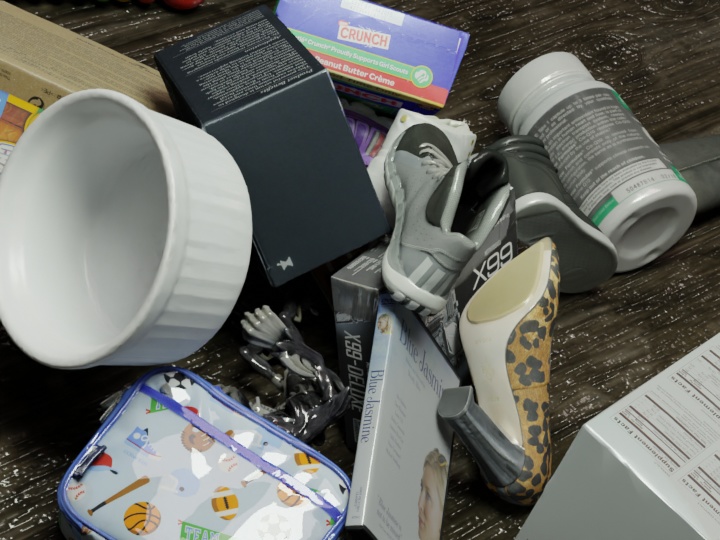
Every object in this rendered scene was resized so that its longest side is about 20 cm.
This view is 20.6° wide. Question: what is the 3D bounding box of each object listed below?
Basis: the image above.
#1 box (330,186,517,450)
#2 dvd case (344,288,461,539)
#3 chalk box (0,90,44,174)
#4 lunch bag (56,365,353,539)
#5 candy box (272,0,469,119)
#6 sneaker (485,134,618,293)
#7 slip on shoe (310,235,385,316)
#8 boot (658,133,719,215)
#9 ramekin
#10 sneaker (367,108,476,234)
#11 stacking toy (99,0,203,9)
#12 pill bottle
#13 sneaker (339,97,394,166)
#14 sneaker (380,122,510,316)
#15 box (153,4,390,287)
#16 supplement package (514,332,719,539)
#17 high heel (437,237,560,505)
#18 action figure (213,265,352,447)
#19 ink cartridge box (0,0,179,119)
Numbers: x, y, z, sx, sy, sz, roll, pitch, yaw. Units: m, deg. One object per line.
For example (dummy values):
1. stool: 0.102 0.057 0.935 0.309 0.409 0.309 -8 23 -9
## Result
1. box: 0.058 0.036 1.600 0.050 0.158 0.200 15 33 33
2. dvd case: 0.035 0.133 1.482 0.018 0.143 0.200 -6 56 23
3. chalk box: -0.302 -0.060 1.563 0.200 0.124 0.125 23 42 0
4. lunch bag: -0.112 0.163 1.421 0.200 0.076 0.160 33 63 11
5. candy box: -0.006 -0.192 1.786 0.169 0.200 0.077 18 85 -6
6. sneaker: 0.166 -0.054 1.738 0.200 0.071 0.099 41 26 -55
7. slip on shoe: 0.000 0.000 1.691 0.061 0.076 0.200 49 10 -40
8. boot: 0.366 -0.080 1.928 0.200 0.073 0.182 -12 38 -42
9. ramekin: -0.171 -0.024 1.432 0.098 0.201 0.201 11 37 -49
10. sneaker: 0.078 -0.066 1.690 0.074 0.116 0.200 24 -5 37
11. stacking toy: -0.236 -0.289 1.871 0.200 0.085 0.085 5 44 -26
12. pill bottle: 0.217 -0.105 1.853 0.113 0.113 0.200 -10 52 -32
13. sneaker: 0.008 -0.096 1.780 0.200 0.081 0.084 11 50 -14
14. sneaker: 0.074 -0.065 1.497 0.075 0.116 0.200 25 39 -20
15. box: -0.074 -0.104 1.578 0.107 0.149 0.200 -25 27 -6
16. supplement package: 0.257 0.176 1.549 0.151 0.152 0.200 43 45 20
17. high heel: 0.137 0.084 1.598 0.071 0.143 0.200 -1 49 40
18. action figure: -0.071 0.083 1.532 0.102 0.119 0.200 28 28 -25
19. ink cartridge box: -0.254 -0.146 1.674 0.200 0.075 0.165 24 18 2
